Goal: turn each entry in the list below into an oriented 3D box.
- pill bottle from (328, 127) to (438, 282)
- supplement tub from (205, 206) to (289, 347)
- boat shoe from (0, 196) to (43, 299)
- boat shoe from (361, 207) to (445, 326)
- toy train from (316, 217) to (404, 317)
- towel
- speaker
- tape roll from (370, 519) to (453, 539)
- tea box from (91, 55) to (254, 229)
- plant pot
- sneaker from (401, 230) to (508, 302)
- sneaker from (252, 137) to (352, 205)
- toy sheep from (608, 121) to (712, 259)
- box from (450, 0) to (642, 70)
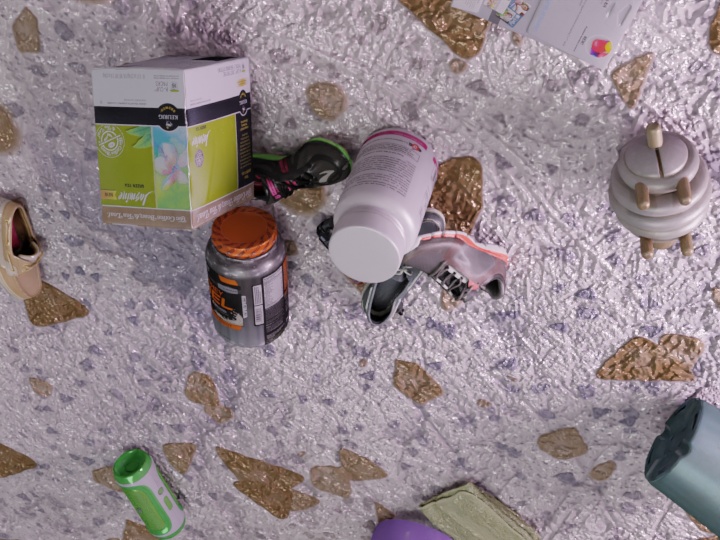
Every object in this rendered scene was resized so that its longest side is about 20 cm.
[{"bbox_3d":[0.029,-0.086,1.411,0.112,0.201,0.114,10,134,11],"label":"pill bottle"},{"bbox_3d":[-0.170,0.009,1.628,0.121,0.123,0.201,10,134,10],"label":"supplement tub"},{"bbox_3d":[-0.560,-0.030,1.767,0.068,0.074,0.201,8,133,20],"label":"boat shoe"},{"bbox_3d":[0.063,-0.001,1.555,0.072,0.062,0.201,26,121,-14],"label":"boat shoe"},{"bbox_3d":[0.000,0.000,1.620,0.046,0.034,0.200,-20,122,38],"label":"toy train"},{"bbox_3d":[0.218,0.466,1.975,0.200,0.037,0.148,39,133,-17],"label":"towel"},{"bbox_3d":[-0.422,0.450,2.159,0.088,0.089,0.201,-3,130,22],"label":"speaker"},{"bbox_3d":[0.104,0.567,2.056,0.198,0.085,0.201,16,141,13],"label":"tape roll"},{"bbox_3d":[-0.235,-0.170,1.387,0.132,0.200,0.199,3,105,17],"label":"tea box"},{"bbox_3d":[0.546,0.304,1.606,0.195,0.201,0.201,32,135,-1],"label":"plant pot"},{"bbox_3d":[0.134,0.000,1.478,0.198,0.083,0.077,8,155,-36],"label":"sneaker"},{"bbox_3d":[-0.099,-0.127,1.501,0.198,0.084,0.077,-11,128,28],"label":"sneaker"},{"bbox_3d":[0.368,-0.101,1.321,0.136,0.139,0.201,4,141,16],"label":"toy sheep"},{"bbox_3d":[0.221,-0.334,1.222,0.198,0.041,0.157,23,135,0],"label":"box"}]
